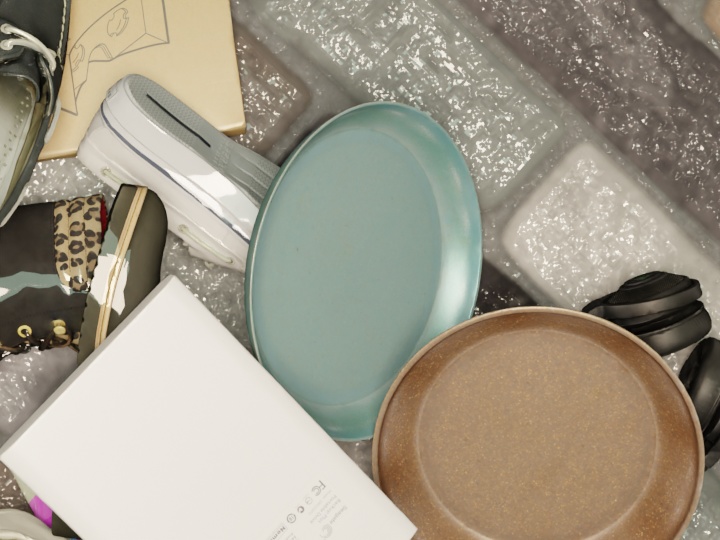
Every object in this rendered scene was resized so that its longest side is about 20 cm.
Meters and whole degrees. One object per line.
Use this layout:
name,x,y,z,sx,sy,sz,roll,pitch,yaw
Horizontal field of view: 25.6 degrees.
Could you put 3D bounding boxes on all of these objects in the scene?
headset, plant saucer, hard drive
headset,0.204,0.050,0.996,0.199,0.094,0.124,-39,94,10
plant saucer,0.106,0.109,0.959,0.198,0.037,0.203,2,112,6
plant saucer,0.000,0.000,0.943,0.199,0.027,0.203,-11,105,-45
hard drive,-0.080,0.121,0.863,0.132,0.025,0.200,-46,105,-11

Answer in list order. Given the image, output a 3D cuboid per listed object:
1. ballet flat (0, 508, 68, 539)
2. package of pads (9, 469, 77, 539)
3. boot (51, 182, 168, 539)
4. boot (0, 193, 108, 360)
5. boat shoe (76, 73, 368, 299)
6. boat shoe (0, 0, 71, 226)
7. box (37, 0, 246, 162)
ballet flat,-0.138,0.199,0.890,0.198,0.069,0.070,28,85,1
package of pads,-0.097,0.166,0.959,0.153,0.068,0.202,-27,89,-4
boot,-0.093,0.059,0.902,0.137,0.077,0.203,9,98,-6
boot,-0.220,0.048,0.960,0.149,0.073,0.203,-5,81,-4
boat shoe,-0.085,-0.037,0.980,0.200,0.074,0.067,41,118,-8
boat shoe,-0.206,-0.104,0.928,0.075,0.060,0.202,22,71,-33
box,-0.179,-0.154,0.997,0.197,0.021,0.166,-8,86,-5
